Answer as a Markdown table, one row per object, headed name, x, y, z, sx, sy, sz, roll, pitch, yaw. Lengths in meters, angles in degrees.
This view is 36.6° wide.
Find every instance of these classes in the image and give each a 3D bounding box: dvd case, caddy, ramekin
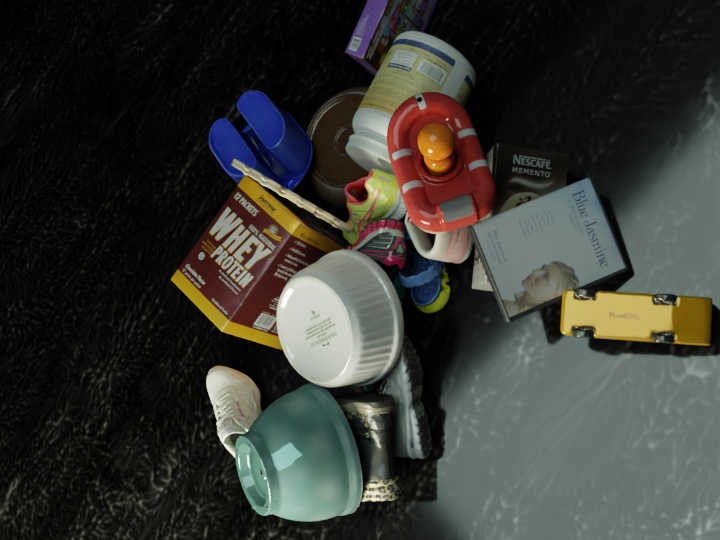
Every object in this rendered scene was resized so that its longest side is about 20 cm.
| name | x | y | z | sx | sy | sz | roll | pitch | yaw |
| --- | --- | --- | --- | --- | --- | --- | --- | --- | --- |
| dvd case | 0.264 | -0.030 | 1.525 | 0.197 | 0.018 | 0.145 | -22 | 87 | -13 |
| caddy | -0.160 | -0.199 | 1.800 | 0.141 | 0.105 | 0.201 | -43 | 47 | 7 |
| ramekin | -0.038 | 0.077 | 1.597 | 0.200 | 0.093 | 0.206 | 12 | 107 | 41 |

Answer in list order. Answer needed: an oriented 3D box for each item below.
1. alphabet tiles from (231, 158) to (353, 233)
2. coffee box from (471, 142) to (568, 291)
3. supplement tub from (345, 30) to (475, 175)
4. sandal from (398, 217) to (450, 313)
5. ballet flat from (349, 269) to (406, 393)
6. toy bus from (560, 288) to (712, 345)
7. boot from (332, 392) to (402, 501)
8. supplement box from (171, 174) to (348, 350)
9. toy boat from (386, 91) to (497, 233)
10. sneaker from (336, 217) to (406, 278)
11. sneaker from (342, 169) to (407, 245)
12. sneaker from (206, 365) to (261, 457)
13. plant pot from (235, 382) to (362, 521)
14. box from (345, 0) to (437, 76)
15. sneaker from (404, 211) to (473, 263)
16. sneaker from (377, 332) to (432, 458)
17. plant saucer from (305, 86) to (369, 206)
| name | x | y | z | sx | sy | sz | roll | pitch | yaw |
| --- | --- | --- | --- | --- | --- | --- | --- | --- | --- |
| alphabet tiles | -0.102 | -0.110 | 1.633 | 0.195 | 0.199 | 0.015 | 31 | 91 | 47 |
| coffee box | 0.230 | -0.071 | 1.575 | 0.111 | 0.080 | 0.204 | 7 | 81 | -7 |
| supplement tub | 0.074 | -0.243 | 1.660 | 0.143 | 0.144 | 0.202 | 24 | 80 | 28 |
| sandal | 0.093 | -0.041 | 1.658 | 0.078 | 0.087 | 0.203 | -14 | 72 | 24 |
| ballet flat | 0.012 | 0.086 | 1.683 | 0.067 | 0.068 | 0.203 | 16 | 85 | 34 |
| toy bus | 0.375 | 0.063 | 1.483 | 0.197 | 0.078 | 0.066 | 3 | 87 | 17 |
| boot | -0.006 | 0.261 | 1.630 | 0.199 | 0.072 | 0.153 | -10 | 90 | 54 |
| supplement box | -0.148 | -0.008 | 1.705 | 0.133 | 0.197 | 0.201 | 40 | 97 | 28 |
| toy boat | 0.107 | -0.161 | 1.502 | 0.129 | 0.131 | 0.203 | -18 | 66 | 0 |
| sneaker | 0.000 | 0.000 | 1.652 | 0.200 | 0.080 | 0.076 | -45 | 43 | 47 |
| sneaker | 0.010 | -0.103 | 1.667 | 0.200 | 0.089 | 0.079 | -43 | 27 | 56 |
| sneaker | -0.195 | 0.230 | 1.733 | 0.075 | 0.099 | 0.201 | -43 | 63 | 14 |
| plant pot | -0.103 | 0.281 | 1.602 | 0.200 | 0.132 | 0.203 | 36 | 133 | 51 |
| box | 0.060 | -0.406 | 1.720 | 0.039 | 0.136 | 0.202 | 24 | 91 | 28 |
| sneaker | 0.119 | -0.111 | 1.583 | 0.075 | 0.104 | 0.204 | 7 | 97 | 42 |
| sneaker | 0.050 | 0.184 | 1.636 | 0.081 | 0.075 | 0.203 | -13 | 75 | 21 |
| plant saucer | -0.014 | -0.207 | 1.774 | 0.197 | 0.034 | 0.204 | -5 | 78 | 24 |
